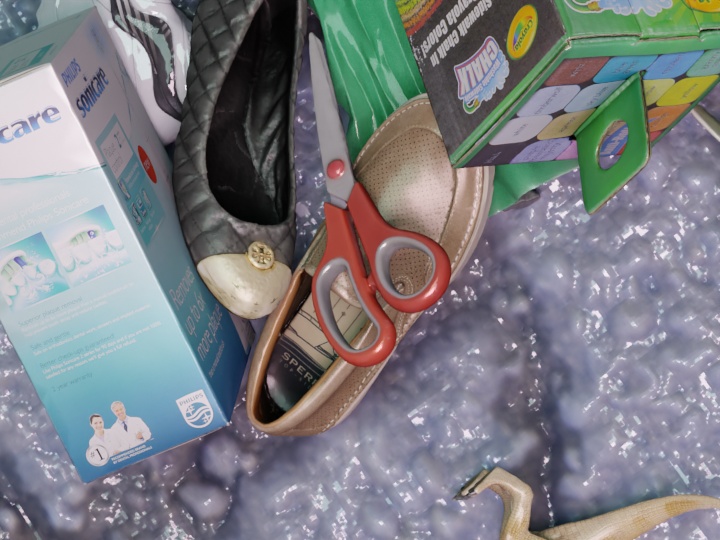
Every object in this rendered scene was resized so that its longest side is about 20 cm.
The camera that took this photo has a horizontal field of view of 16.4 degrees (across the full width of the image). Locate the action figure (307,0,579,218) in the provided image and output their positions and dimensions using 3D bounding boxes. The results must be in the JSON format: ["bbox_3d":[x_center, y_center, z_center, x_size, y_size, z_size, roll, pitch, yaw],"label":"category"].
[{"bbox_3d":[0.024,-0.113,1.310,0.118,0.055,0.200,-28,81,11],"label":"action figure"}]

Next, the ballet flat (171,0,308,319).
[{"bbox_3d":[-0.058,-0.072,1.272,0.057,0.066,0.200,-28,57,49],"label":"ballet flat"}]

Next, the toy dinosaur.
[{"bbox_3d":[0.090,0.146,1.267,0.200,0.058,0.101,-41,90,13],"label":"toy dinosaur"}]

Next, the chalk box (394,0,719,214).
[{"bbox_3d":[0.105,-0.129,1.220,0.124,0.125,0.200,-7,68,-31],"label":"chalk box"}]

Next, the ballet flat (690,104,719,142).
[{"bbox_3d":[0.180,-0.123,1.269,0.074,0.074,0.200,-28,73,9],"label":"ballet flat"}]

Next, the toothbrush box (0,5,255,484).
[{"bbox_3d":[-0.136,-0.016,1.253,0.085,0.146,0.200,-24,103,10],"label":"toothbrush box"}]

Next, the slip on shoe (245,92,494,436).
[{"bbox_3d":[0.000,0.000,1.268,0.076,0.061,0.200,39,111,16],"label":"slip on shoe"}]

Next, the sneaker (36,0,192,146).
[{"bbox_3d":[-0.163,-0.138,1.349,0.115,0.075,0.200,-34,79,5],"label":"sneaker"}]

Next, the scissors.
[{"bbox_3d":[-0.014,-0.037,1.248,0.073,0.014,0.200,-40,51,14],"label":"scissors"}]
